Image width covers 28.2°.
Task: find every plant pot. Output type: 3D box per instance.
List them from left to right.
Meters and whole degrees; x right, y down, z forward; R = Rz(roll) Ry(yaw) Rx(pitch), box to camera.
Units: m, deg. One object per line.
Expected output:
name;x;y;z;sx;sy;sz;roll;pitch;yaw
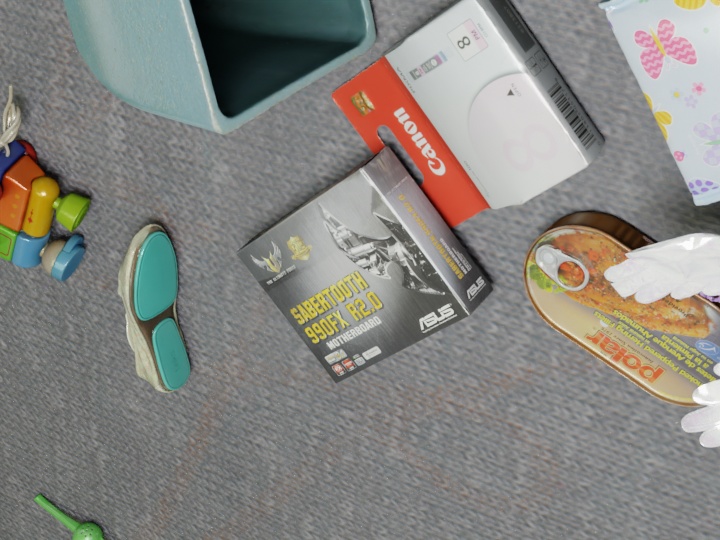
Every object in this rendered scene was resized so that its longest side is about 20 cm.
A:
plant pot;-0.138;-0.242;1.144;0.200;0.196;0.197;11;125;40

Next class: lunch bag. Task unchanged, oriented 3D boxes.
lunch bag;0.287;-0.158;0.954;0.200;0.127;0.170;-18;110;33

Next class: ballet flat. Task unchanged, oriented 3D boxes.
ballet flat;-0.220;0.039;1.456;0.062;0.067;0.200;20;128;34

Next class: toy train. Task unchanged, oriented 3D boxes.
toy train;-0.322;-0.082;1.438;0.116;0.085;0.200;28;131;2

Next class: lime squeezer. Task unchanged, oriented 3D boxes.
lime squeezer;-0.322;0.347;1.738;0.200;0.038;0.071;49;133;-5

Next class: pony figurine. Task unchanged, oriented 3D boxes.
pony figurine;0.296;0.013;1.004;0.193;0.200;0.167;-26;103;41

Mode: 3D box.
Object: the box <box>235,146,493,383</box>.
box;0.000;0.000;1.285;0.200;0.048;0.158;-30;100;46

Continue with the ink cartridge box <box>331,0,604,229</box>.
ink cartridge box;0.076;-0.118;1.170;0.200;0.057;0.163;-31;100;37

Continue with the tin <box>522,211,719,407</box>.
tin;0.227;0.031;1.173;0.200;0.042;0.112;35;128;10
